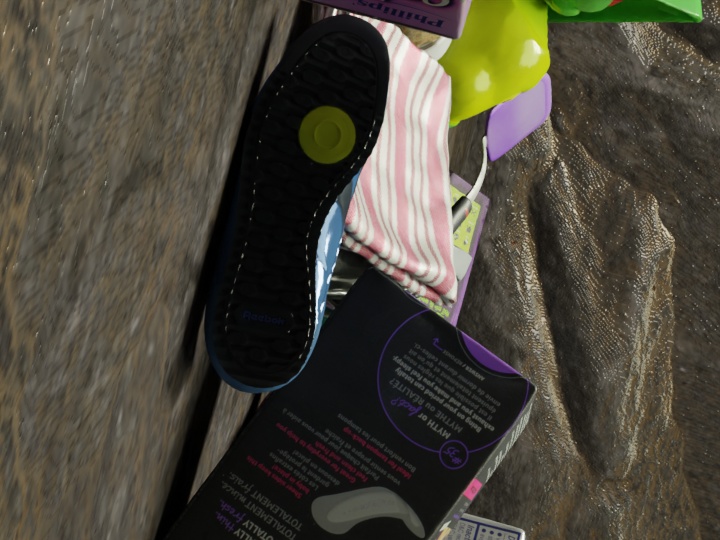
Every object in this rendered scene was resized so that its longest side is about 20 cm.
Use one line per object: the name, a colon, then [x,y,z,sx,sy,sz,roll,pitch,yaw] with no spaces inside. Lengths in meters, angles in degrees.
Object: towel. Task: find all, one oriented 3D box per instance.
towel: [0.020,-0.071,1.384,0.200,0.030,0.147,34,53,-64]

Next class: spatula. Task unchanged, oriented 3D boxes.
spatula: [0.073,-0.058,1.609,0.200,0.021,0.057,-55,156,-31]

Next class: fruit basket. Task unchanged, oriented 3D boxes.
fruit basket: [0.107,-0.177,1.605,0.215,0.155,0.216,-25,-123,45]

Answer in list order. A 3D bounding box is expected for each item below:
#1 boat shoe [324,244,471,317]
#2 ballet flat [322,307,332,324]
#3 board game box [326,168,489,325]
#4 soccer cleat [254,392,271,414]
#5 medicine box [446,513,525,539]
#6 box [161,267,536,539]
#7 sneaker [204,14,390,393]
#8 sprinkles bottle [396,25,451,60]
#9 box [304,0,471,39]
boat shoe: [0.002,0.001,1.470,0.199,0.074,0.068,12,97,-65]
ballet flat: [-0.013,-0.011,1.632,0.069,0.069,0.200,78,27,-80]
board game box: [0.017,-0.023,1.579,0.200,0.032,0.120,32,67,-56]
soccer cleat: [-0.048,0.131,1.556,0.086,0.070,0.200,105,4,-47]
medicine box: [0.001,0.238,1.686,0.182,0.200,0.103,98,9,-57]
box: [-0.006,0.119,1.361,0.200,0.122,0.106,-52,171,-10]
sneaker: [-0.037,-0.035,1.254,0.078,0.066,0.200,-177,-78,-83]
sprinkles bottle: [0.028,-0.192,1.447,0.200,0.068,0.068,94,12,-67]
box: [0.029,-0.237,1.138,0.200,0.097,0.176,90,16,-70]
